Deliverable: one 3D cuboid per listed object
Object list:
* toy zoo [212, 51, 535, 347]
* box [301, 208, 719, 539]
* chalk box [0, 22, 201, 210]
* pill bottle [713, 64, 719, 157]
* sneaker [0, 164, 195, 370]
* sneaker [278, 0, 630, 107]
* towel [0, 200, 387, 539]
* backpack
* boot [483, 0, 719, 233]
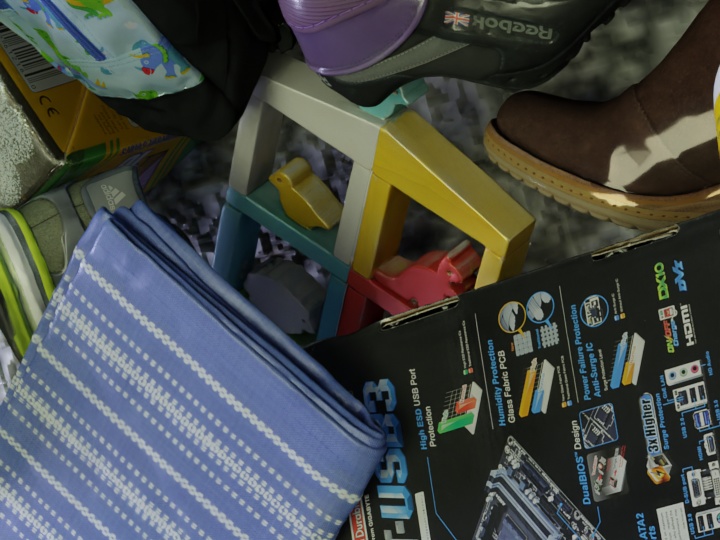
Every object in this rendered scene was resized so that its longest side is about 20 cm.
[{"bbox_3d":[0.000,0.000,1.099,0.131,0.020,0.200,34,137,21],"label":"toy zoo"},{"bbox_3d":[0.083,0.097,0.966,0.198,0.050,0.201,-20,69,31],"label":"box"},{"bbox_3d":[-0.178,-0.050,1.178,0.200,0.124,0.125,-39,81,35],"label":"chalk box"},{"bbox_3d":[0.172,-0.022,0.875,0.112,0.112,0.201,-18,69,35],"label":"pill bottle"},{"bbox_3d":[-0.095,0.024,1.125,0.081,0.200,0.074,-28,64,-1],"label":"sneaker"},{"bbox_3d":[0.070,-0.113,0.994,0.199,0.076,0.088,-9,128,15],"label":"sneaker"},{"bbox_3d":[-0.081,0.088,1.043,0.145,0.024,0.200,41,122,17],"label":"towel"},{"bbox_3d":[-0.111,-0.167,1.028,0.153,0.200,0.164,9,69,29],"label":"backpack"},{"bbox_3d":[0.148,-0.090,1.003,0.200,0.072,0.167,16,99,30],"label":"boot"}]
